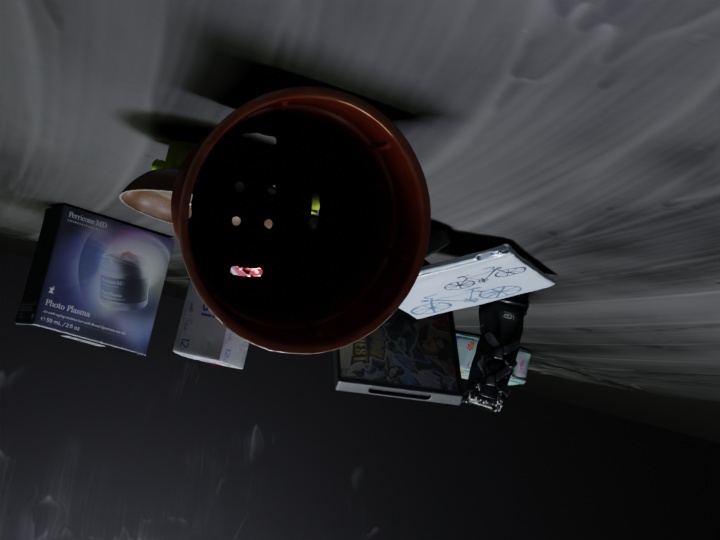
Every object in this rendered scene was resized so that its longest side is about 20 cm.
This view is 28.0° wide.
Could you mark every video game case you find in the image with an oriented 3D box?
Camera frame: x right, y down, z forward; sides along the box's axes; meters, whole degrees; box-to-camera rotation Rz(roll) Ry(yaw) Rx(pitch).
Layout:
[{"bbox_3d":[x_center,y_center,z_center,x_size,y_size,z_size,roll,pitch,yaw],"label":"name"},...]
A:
[{"bbox_3d":[0.048,0.094,2.027,0.179,0.201,0.026,8,135,-13],"label":"video game case"}]

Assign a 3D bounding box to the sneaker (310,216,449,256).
[{"bbox_3d":[-0.009,-0.036,1.577,0.198,0.105,0.060,-23,178,-5],"label":"sneaker"}]

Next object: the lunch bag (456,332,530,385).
[{"bbox_3d":[0.221,0.171,2.758,0.199,0.078,0.160,8,170,44],"label":"lunch bag"}]

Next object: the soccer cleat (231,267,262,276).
[{"bbox_3d":[-0.139,-0.028,1.622,0.200,0.068,0.073,49,178,-18],"label":"soccer cleat"}]

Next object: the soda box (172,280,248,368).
[{"bbox_3d":[-0.157,0.010,1.710,0.068,0.202,0.063,9,172,25],"label":"soda box"}]

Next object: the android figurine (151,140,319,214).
[{"bbox_3d":[-0.121,-0.093,1.489,0.198,0.042,0.182,9,172,24],"label":"android figurine"}]

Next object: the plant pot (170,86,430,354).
[{"bbox_3d":[-0.068,-0.048,1.180,0.199,0.203,0.195,16,-179,-19],"label":"plant pot"}]

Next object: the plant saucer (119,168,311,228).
[{"bbox_3d":[-0.141,-0.066,1.447,0.198,0.033,0.200,11,172,2],"label":"plant saucer"}]

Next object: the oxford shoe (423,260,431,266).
[{"bbox_3d":[0.000,0.000,1.766,0.198,0.073,0.071,15,-160,10],"label":"oxford shoe"}]

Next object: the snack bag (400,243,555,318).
[{"bbox_3d":[0.112,0.013,1.675,0.187,0.022,0.200,-14,163,20],"label":"snack bag"}]

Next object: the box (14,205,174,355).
[{"bbox_3d":[-0.431,0.017,2.345,0.198,0.201,0.123,17,170,-26],"label":"box"}]

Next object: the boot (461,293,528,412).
[{"bbox_3d":[0.184,0.112,1.991,0.072,0.164,0.198,13,174,2],"label":"boot"}]
